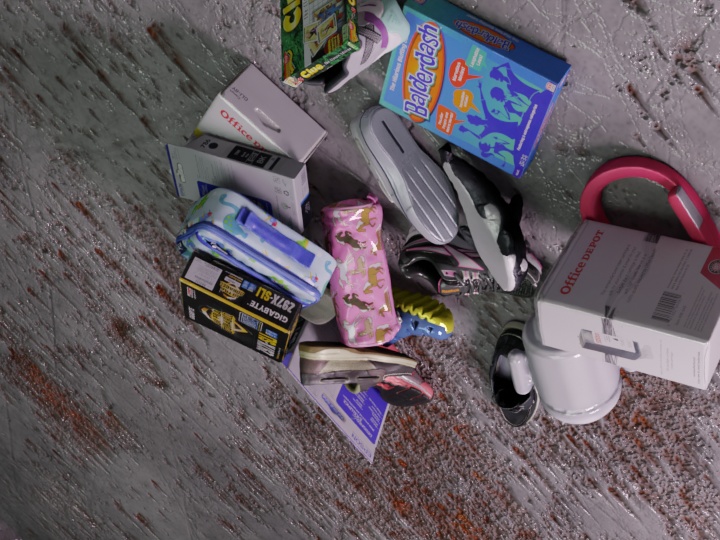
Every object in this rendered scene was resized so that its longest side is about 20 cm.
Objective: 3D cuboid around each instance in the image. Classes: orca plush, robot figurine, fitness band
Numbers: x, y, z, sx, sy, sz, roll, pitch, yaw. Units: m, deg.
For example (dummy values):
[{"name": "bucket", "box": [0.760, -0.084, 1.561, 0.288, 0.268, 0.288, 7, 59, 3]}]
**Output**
[{"name": "orca plush", "box": [0.166, -0.077, 1.431, 0.201, 0.071, 0.105, 57, 160, 1]}, {"name": "robot figurine", "box": [0.277, 0.118, 1.489, 0.167, 0.114, 0.202, -11, 124, 14]}, {"name": "fitness band", "box": [0.342, -0.045, 1.345, 0.143, 0.037, 0.201, -13, 119, 47]}]

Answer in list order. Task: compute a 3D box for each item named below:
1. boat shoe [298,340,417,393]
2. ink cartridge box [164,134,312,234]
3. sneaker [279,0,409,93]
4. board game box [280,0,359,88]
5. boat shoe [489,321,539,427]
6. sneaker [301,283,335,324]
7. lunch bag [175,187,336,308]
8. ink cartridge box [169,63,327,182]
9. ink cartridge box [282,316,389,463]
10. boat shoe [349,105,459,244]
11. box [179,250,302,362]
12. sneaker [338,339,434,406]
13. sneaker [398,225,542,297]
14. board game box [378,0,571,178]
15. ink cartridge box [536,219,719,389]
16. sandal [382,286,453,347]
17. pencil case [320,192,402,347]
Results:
[{"name": "boat shoe", "box": [-0.007, 0.137, 1.591, 0.199, 0.067, 0.071, 10, -177, -40]}, {"name": "ink cartridge box", "box": [-0.161, -0.119, 1.516, 0.198, 0.039, 0.100, 17, 140, 19]}, {"name": "sneaker", "box": [-0.041, -0.247, 1.320, 0.078, 0.139, 0.200, 55, 159, -8]}, {"name": "board game box", "box": [-0.048, -0.310, 1.259, 0.023, 0.203, 0.104, 18, 148, -40]}, {"name": "boat shoe", "box": [0.214, 0.165, 1.621, 0.074, 0.066, 0.201, 21, 138, 19]}, {"name": "sneaker", "box": [-0.113, -0.003, 1.669, 0.075, 0.085, 0.200, -37, 122, 17]}, {"name": "lunch bag", "box": [-0.140, -0.024, 1.510, 0.199, 0.083, 0.160, 33, 159, -20]}, {"name": "ink cartridge box", "box": [-0.155, -0.163, 1.566, 0.145, 0.084, 0.200, 41, 142, -6]}, {"name": "ink cartridge box", "box": [-0.038, 0.170, 1.717, 0.043, 0.201, 0.199, -33, 106, 25]}, {"name": "boat shoe", "box": [0.057, -0.124, 1.468, 0.067, 0.073, 0.201, 1, 125, 60]}, {"name": "box", "box": [-0.163, 0.054, 1.546, 0.158, 0.050, 0.200, 24, 163, 0]}, {"name": "sneaker", "box": [0.044, 0.139, 1.729, 0.073, 0.088, 0.199, -19, 139, 42]}, {"name": "sneaker", "box": [0.139, 0.006, 1.506, 0.198, 0.087, 0.081, 15, 138, 25]}, {"name": "board game box", "box": [0.128, -0.215, 1.329, 0.198, 0.045, 0.153, 30, 141, 12]}, {"name": "ink cartridge box", "box": [0.318, 0.034, 1.295, 0.198, 0.146, 0.085, 16, 140, 28]}, {"name": "sandal", "box": [0.045, 0.069, 1.631, 0.198, 0.079, 0.088, 16, 102, 35]}, {"name": "pencil case", "box": [0.000, 0.000, 1.551, 0.083, 0.086, 0.203, 4, 105, 63]}]
